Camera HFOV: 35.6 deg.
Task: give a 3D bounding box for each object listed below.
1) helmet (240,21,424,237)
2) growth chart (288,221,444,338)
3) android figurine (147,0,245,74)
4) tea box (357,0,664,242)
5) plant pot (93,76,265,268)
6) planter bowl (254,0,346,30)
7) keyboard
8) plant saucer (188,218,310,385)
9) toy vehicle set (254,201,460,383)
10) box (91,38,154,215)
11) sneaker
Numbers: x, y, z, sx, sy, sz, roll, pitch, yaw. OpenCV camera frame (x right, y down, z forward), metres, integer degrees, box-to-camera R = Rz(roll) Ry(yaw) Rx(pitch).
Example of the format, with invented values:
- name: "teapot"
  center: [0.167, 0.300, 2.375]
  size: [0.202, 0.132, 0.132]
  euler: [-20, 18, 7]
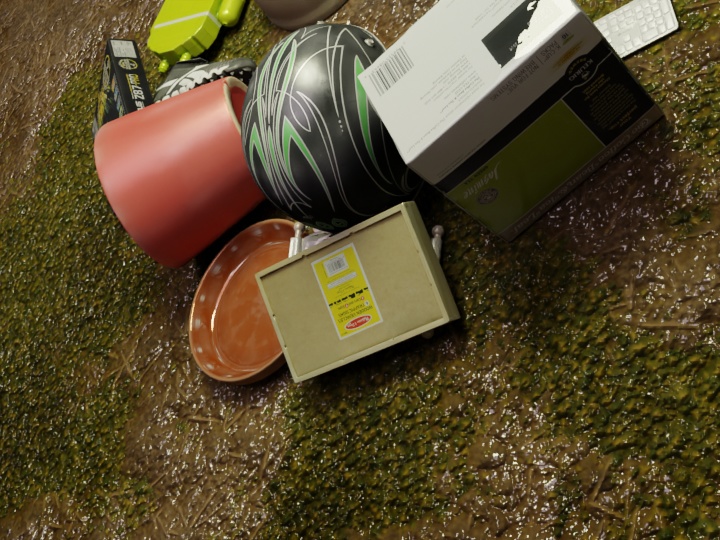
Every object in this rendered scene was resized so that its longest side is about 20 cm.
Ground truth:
- name: "helmet"
  center: [-0.032, -0.148, 1.164]
  size: [0.198, 0.191, 0.202]
  euler: [-21, 48, 26]
- name: "growth chart"
  center: [0.000, 0.000, 1.199]
  size: [0.198, 0.018, 0.146]
  euler: [0, 65, 29]
- name: "android figurine"
  center: [-0.240, -0.373, 1.630]
  size: [0.180, 0.041, 0.202]
  euler: [-4, 58, 40]
- name: "tea box"
  center: [0.143, -0.165, 1.058]
  size: [0.199, 0.196, 0.134]
  euler: [-40, 50, 16]
- name: "plant pot"
  center: [-0.196, -0.132, 1.364]
  size: [0.176, 0.200, 0.202]
  euler: [-28, 50, 16]
- name: "planter bowl"
  center: [-0.094, -0.440, 1.478]
  size: [0.199, 0.134, 0.202]
  euler: [-22, 53, 32]
- name: "keyboard"
  center: [0.229, -0.223, 1.152]
  size: [0.199, 0.011, 0.057]
  euler: [-26, 52, 29]
- name: "plant saucer"
  center: [-0.118, 0.037, 1.299]
  size: [0.199, 0.032, 0.203]
  euler: [-20, 55, 32]
- name: "toy vehicle set"
  center: [-0.007, 0.025, 1.145]
  size: [0.198, 0.026, 0.126]
  euler: [-24, 85, 30]
- name: "box"
  center: [-0.329, -0.201, 1.561]
  size: [0.201, 0.048, 0.162]
  euler: [-114, 32, -42]
- name: "sneaker"
  center: [-0.219, -0.260, 1.535]
  size: [0.199, 0.066, 0.092]
  euler: [-22, 56, 34]
